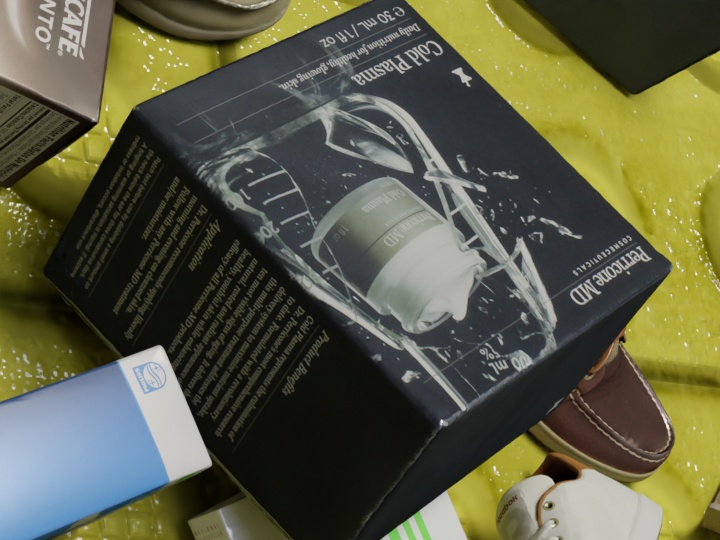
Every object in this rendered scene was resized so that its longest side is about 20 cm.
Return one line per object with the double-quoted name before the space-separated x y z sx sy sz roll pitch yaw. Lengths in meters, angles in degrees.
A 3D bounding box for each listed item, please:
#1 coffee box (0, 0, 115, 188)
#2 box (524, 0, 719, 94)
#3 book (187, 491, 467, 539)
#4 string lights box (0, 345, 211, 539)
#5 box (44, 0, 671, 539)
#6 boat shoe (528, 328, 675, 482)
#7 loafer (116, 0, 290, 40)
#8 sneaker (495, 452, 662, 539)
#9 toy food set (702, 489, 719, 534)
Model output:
"coffee box" -0.212 -0.133 1.017 0.200 0.080 0.113 24 53 -32
"box" 0.158 -0.254 1.387 0.200 0.124 0.197 38 47 -23
"book" 0.009 0.184 1.091 0.133 0.048 0.201 -25 90 -45
"string lights box" -0.169 0.096 0.925 0.200 0.103 0.059 -20 84 -45
"box" 0.000 0.000 1.065 0.197 0.124 0.200 47 42 12
"boat shoe" 0.109 0.034 1.234 0.200 0.072 0.072 47 45 -14
"loafer" -0.106 -0.174 1.144 0.199 0.068 0.076 17 58 -36
"sneaker" 0.096 0.158 1.148 0.085 0.073 0.200 35 24 -4
"toy food set" 0.295 0.105 1.325 0.143 0.061 0.200 22 46 14
